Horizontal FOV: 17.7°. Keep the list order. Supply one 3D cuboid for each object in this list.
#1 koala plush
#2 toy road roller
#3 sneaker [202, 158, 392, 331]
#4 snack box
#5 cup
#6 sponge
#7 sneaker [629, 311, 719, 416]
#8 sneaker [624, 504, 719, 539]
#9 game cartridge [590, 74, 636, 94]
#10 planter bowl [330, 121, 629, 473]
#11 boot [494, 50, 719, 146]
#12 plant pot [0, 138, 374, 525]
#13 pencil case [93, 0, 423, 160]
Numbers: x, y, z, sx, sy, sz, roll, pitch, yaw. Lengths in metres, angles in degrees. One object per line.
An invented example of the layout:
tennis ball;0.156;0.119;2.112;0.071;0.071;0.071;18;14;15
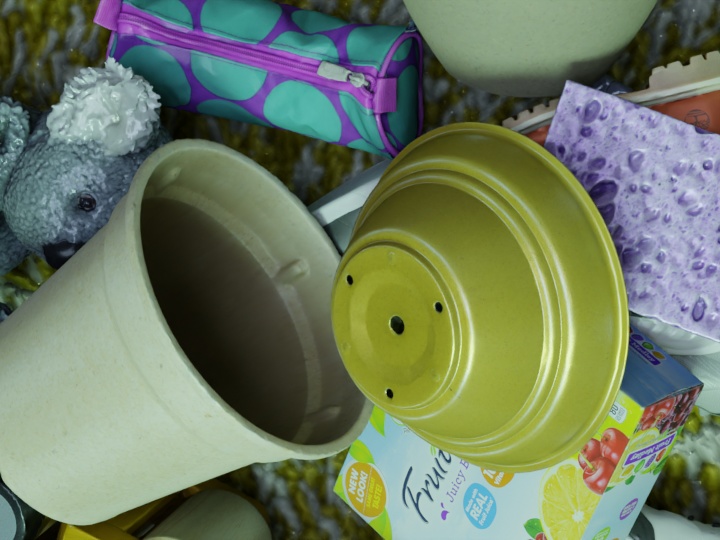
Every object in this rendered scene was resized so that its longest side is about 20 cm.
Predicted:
koala plush;-0.200;-0.056;1.437;0.199;0.178;0.184;-8;49;13
toy road roller;-0.168;0.194;1.473;0.199;0.123;0.147;22;115;16
sneaker;0.000;0.000;1.432;0.200;0.071;0.099;-32;95;15
snack box;0.087;0.099;1.355;0.169;0.068;0.201;41;126;28
cup;0.097;-0.185;1.332;0.199;0.200;0.144;11;123;16
sponge;0.191;-0.021;1.293;0.199;0.030;0.112;20;91;3
sneaker;0.239;0.049;1.352;0.199;0.074;0.080;4;116;4
sneaker;0.216;0.182;1.384;0.200;0.074;0.080;37;79;13
game cartridge;0.140;-0.009;1.401;0.129;0.038;0.201;30;103;9
planter bowl;0.044;0.023;1.269;0.200;0.083;0.201;13;108;42
boot;0.142;-0.053;1.343;0.199;0.075;0.108;-15;90;11
plant pot;-0.123;0.055;1.352;0.183;0.200;0.201;-32;85;30
pencil case;-0.058;-0.128;1.419;0.199;0.092;0.085;13;88;18
